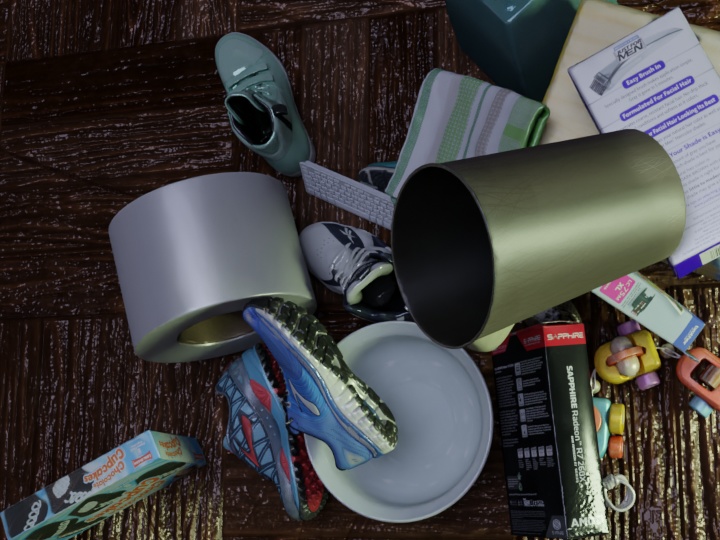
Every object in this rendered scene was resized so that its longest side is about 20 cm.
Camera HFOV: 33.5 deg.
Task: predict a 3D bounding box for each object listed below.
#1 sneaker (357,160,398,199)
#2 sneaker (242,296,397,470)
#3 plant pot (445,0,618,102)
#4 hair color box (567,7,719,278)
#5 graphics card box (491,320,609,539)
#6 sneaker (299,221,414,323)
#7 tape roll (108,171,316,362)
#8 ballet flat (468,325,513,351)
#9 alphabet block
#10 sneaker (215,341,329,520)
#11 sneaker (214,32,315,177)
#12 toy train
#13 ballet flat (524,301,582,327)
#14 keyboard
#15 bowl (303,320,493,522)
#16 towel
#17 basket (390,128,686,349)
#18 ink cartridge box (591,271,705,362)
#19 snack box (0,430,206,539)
[{"bbox_3d":[0.094,-0.099,1.297,0.198,0.078,0.080,0,45,25],"label":"sneaker"},{"bbox_3d":[-0.055,0.115,1.171,0.089,0.079,0.201,-38,91,17],"label":"sneaker"},{"bbox_3d":[0.172,-0.272,1.228,0.141,0.200,0.141,-43,69,6],"label":"plant pot"},{"bbox_3d":[0.272,-0.109,1.025,0.109,0.065,0.201,-28,73,12],"label":"hair color box"},{"bbox_3d":[0.181,0.157,1.165,0.050,0.125,0.202,-1,79,-19],"label":"graphics card box"},{"bbox_3d":[0.000,0.000,1.265,0.199,0.130,0.080,41,91,21],"label":"sneaker"},{"bbox_3d":[-0.159,0.000,1.281,0.201,0.203,0.140,-21,73,13],"label":"tape roll"},{"bbox_3d":[0.137,-0.021,1.054,0.069,0.069,0.201,28,95,22],"label":"ballet flat"},{"bbox_3d":[0.288,-0.122,1.160,0.198,0.196,0.197,19,84,21],"label":"alphabet block"},{"bbox_3d":[-0.099,0.185,1.299,0.095,0.079,0.201,-32,62,20],"label":"sneaker"},{"bbox_3d":[-0.124,-0.208,1.358,0.073,0.118,0.201,-34,69,10],"label":"sneaker"},{"bbox_3d":[0.281,0.134,1.182,0.200,0.056,0.150,-47,68,4],"label":"toy train"},{"bbox_3d":[0.155,0.003,1.229,0.067,0.046,0.200,-41,86,6],"label":"ballet flat"},{"bbox_3d":[0.019,-0.067,1.315,0.199,0.057,0.011,25,58,22],"label":"keyboard"},{"bbox_3d":[0.048,0.157,1.235,0.199,0.090,0.203,-3,80,18],"label":"bowl"},{"bbox_3d":[0.097,-0.112,1.161,0.200,0.030,0.151,34,110,58],"label":"towel"},{"bbox_3d":[0.146,-0.036,0.950,0.198,0.181,0.137,-17,72,-22],"label":"basket"},{"bbox_3d":[0.244,0.013,1.126,0.042,0.199,0.119,-52,41,7],"label":"ink cartridge box"},{"bbox_3d":[-0.281,0.239,1.316,0.199,0.116,0.037,-30,71,11],"label":"snack box"}]
